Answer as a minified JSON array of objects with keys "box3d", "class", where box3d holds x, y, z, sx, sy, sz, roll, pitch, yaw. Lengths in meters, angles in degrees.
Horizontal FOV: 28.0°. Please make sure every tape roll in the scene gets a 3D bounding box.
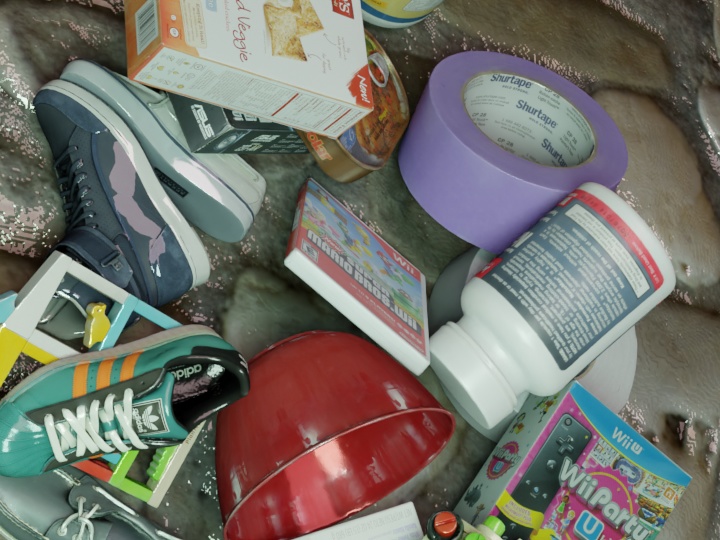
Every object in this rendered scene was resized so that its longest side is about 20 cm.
[{"box3d":[0.160,0.061,1.333,0.198,0.066,0.203,12,65,-28],"class":"tape roll"},{"box3d":[0.140,-0.108,1.330,0.198,0.085,0.201,15,38,-13],"class":"tape roll"}]

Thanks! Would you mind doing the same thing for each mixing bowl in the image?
[{"box3d":[-0.036,0.118,1.120,0.198,0.201,0.109,-10,60,-35],"class":"mixing bowl"}]

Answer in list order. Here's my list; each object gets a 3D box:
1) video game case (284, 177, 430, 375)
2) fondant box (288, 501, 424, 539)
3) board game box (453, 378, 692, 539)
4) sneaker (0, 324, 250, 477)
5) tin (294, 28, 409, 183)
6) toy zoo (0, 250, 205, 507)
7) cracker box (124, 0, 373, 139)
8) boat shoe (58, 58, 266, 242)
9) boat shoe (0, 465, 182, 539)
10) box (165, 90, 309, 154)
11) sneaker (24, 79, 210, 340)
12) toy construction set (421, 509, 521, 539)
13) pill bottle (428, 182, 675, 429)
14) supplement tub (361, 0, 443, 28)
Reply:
[{"box3d":[0.000,0.000,1.211,0.143,0.017,0.200,40,16,-12],"class":"video game case"},{"box3d":[0.005,0.300,1.140,0.143,0.058,0.202,-11,78,-35],"class":"fondant box"},{"box3d":[0.167,0.214,1.230,0.147,0.064,0.201,38,77,-15],"class":"board game box"},{"box3d":[-0.171,0.096,1.028,0.198,0.080,0.072,-24,114,-24],"class":"sneaker"},{"box3d":[-0.011,-0.151,1.281,0.113,0.042,0.200,59,26,-16],"class":"tin"},{"box3d":[-0.200,0.076,1.068,0.199,0.020,0.132,33,83,-30],"class":"toy zoo"},{"box3d":[-0.087,-0.194,1.131,0.198,0.057,0.136,12,60,-37],"class":"cracker box"},{"box3d":[-0.155,-0.119,1.203,0.201,0.074,0.087,39,55,-16],"class":"boat shoe"},{"box3d":[-0.194,0.185,1.057,0.199,0.062,0.073,36,57,-14],"class":"boat shoe"},{"box3d":[-0.105,-0.179,1.224,0.199,0.043,0.162,-7,72,-63],"class":"box"},{"box3d":[-0.226,-0.042,1.125,0.146,0.077,0.203,-36,90,-36],"class":"sneaker"},{"box3d":[0.084,0.264,1.105,0.130,0.093,0.200,32,47,19],"class":"toy construction set"},{"box3d":[0.153,0.033,1.204,0.199,0.120,0.120,-40,94,-8],"class":"pill bottle"},{"box3d":[0.060,-0.333,1.349,0.143,0.200,0.146,13,64,-27],"class":"supplement tub"}]
